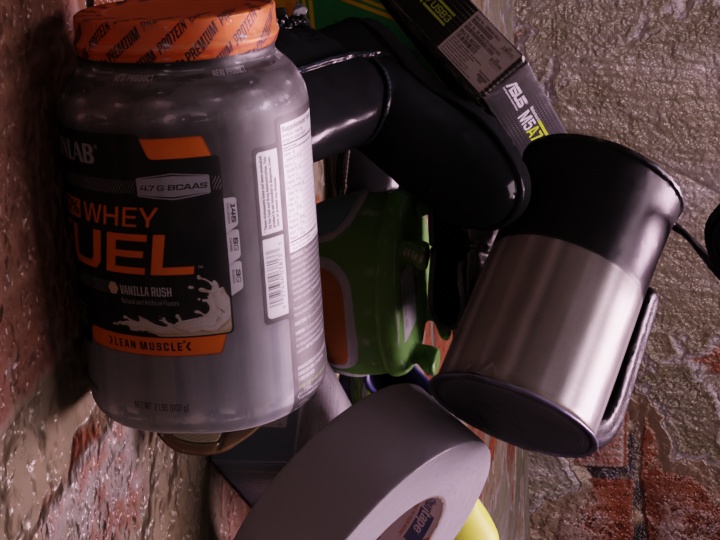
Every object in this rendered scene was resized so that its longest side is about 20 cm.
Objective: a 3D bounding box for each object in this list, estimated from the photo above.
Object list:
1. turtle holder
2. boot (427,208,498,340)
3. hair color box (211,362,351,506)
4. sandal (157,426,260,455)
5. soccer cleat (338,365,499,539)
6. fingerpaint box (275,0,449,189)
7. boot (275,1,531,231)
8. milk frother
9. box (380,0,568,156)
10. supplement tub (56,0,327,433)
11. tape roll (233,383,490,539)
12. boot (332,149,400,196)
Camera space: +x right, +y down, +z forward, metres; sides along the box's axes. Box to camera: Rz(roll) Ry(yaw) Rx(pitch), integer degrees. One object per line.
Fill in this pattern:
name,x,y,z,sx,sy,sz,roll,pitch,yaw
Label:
turtle holder,-0.002,-0.005,1.078,0.141,0.132,0.186,76,18,-48
boot,0.079,0.023,1.037,0.131,0.068,0.200,-29,119,-63
hair color box,-0.048,0.123,1.034,0.200,0.061,0.099,66,27,-62
sandal,-0.084,0.022,0.867,0.055,0.082,0.200,113,-21,-58
soccer cleat,0.050,0.143,1.132,0.200,0.065,0.084,58,-39,15
fingerpaint box,0.012,-0.144,1.094,0.167,0.073,0.200,54,4,12
boot,-0.002,-0.090,0.899,0.162,0.198,0.073,-18,152,-53
milk frother,0.180,0.030,0.938,0.180,0.200,0.188,35,67,-31
box,0.075,-0.160,1.058,0.200,0.048,0.193,52,7,30
supplement tub,-0.083,-0.031,0.705,0.123,0.122,0.200,-58,146,-69
tape roll,-0.001,0.175,0.982,0.200,0.066,0.200,-38,152,-25
boot,0.017,-0.026,1.245,0.151,0.073,0.200,-105,-163,-66
